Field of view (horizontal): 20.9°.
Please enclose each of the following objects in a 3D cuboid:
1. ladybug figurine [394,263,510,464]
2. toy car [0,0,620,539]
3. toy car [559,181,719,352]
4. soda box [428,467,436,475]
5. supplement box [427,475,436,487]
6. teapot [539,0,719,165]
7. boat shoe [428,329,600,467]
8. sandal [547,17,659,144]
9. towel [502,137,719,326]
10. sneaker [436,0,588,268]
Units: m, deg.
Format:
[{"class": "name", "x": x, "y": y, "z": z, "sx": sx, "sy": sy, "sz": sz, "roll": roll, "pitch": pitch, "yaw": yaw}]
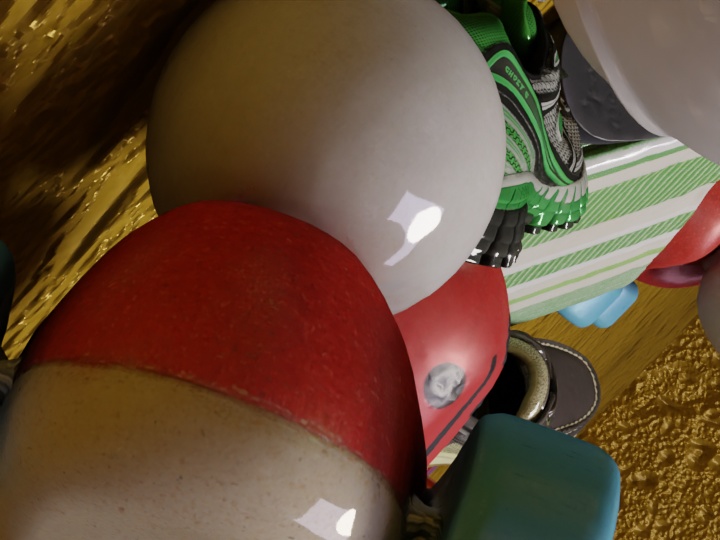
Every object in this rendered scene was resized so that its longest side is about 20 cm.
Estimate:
[{"class": "ladybug figurine", "x": 0.001, "y": 0.052, "z": 0.809, "sx": 0.136, "sy": 0.072, "sz": 0.200, "roll": -32, "pitch": 163, "yaw": -44}, {"class": "toy car", "x": -0.019, "y": -0.003, "z": 0.519, "sx": 0.177, "sy": 0.184, "sz": 0.200, "roll": 107, "pitch": 2, "yaw": -67}, {"class": "toy car", "x": 0.225, "y": -0.002, "z": 1.122, "sx": 0.184, "sy": 0.200, "sz": 0.177, "roll": -46, "pitch": 168, "yaw": 8}, {"class": "soda box", "x": -0.016, "y": 0.116, "z": 1.066, "sx": 0.200, "sy": 0.070, "sz": 0.063, "roll": -48, "pitch": 167, "yaw": 17}, {"class": "supplement box", "x": -0.022, "y": 0.180, "z": 0.888, "sx": 0.200, "sy": 0.069, "sz": 0.067, "roll": -50, "pitch": 153, "yaw": -7}, {"class": "teapot", "x": 0.115, "y": -0.105, "z": 0.565, "sx": 0.146, "sy": 0.200, "sz": 0.198, "roll": -11, "pitch": -139, "yaw": 28}, {"class": "boat shoe", "x": 0.067, "y": 0.063, "z": 0.964, "sx": 0.065, "sy": 0.073, "sz": 0.200, "roll": -25, "pitch": 167, "yaw": 37}, {"class": "sandal", "x": 0.166, "y": -0.091, "z": 0.834, "sx": 0.200, "sy": 0.076, "sz": 0.043, "roll": -18, "pitch": -173, "yaw": -31}, {"class": "towel", "x": 0.104, "y": -0.022, "z": 0.940, "sx": 0.152, "sy": 0.023, "sz": 0.200, "roll": -19, "pitch": 162, "yaw": -21}, {"class": "sneaker", "x": 0.045, "y": -0.057, "z": 0.657, "sx": 0.200, "sy": 0.078, "sz": 0.085, "roll": -46, "pitch": 149, "yaw": -77}]
